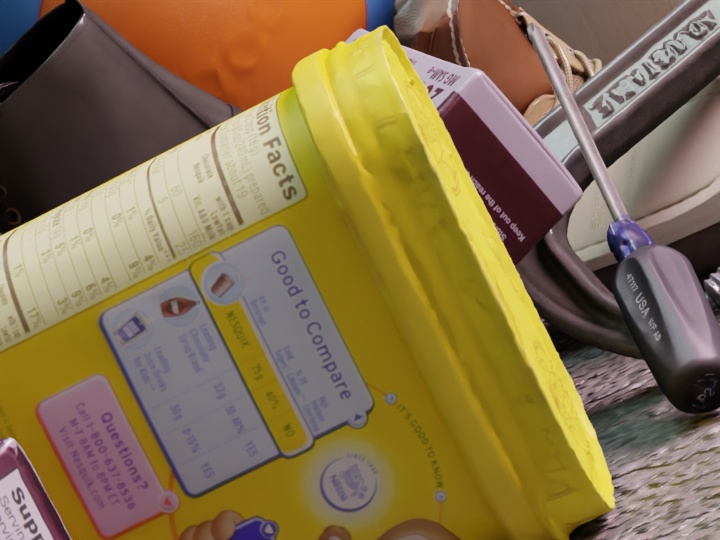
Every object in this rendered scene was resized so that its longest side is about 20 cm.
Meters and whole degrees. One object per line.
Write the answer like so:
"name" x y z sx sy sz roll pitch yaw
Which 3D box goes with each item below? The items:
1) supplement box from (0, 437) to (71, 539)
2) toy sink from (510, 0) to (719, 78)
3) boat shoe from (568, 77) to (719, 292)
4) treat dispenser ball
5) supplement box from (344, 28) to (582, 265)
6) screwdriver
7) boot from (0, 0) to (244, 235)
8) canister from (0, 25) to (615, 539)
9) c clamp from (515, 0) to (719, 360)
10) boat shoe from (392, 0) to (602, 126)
"supplement box" -0.159 0.137 0.700 0.130 0.104 0.200 -21 8 36
"toy sink" 0.166 -0.128 1.260 0.112 0.131 0.200 -6 21 48
"boat shoe" 0.095 -0.016 1.060 0.200 0.059 0.072 -21 49 52
"treat dispenser ball" -0.080 -0.115 1.154 0.200 0.202 0.201 -25 8 4
"supplement box" -0.033 0.017 0.955 0.200 0.061 0.109 -47 24 -7
"screwdriver" 0.080 -0.021 0.940 0.028 0.029 0.200 0 33 -15
"boot" -0.113 0.011 1.020 0.201 0.138 0.077 -54 27 -3
"canister" -0.050 0.041 0.822 0.199 0.149 0.087 -26 8 8
"c clamp" 0.138 -0.037 0.939 0.199 0.027 0.171 -36 49 6
"boat shoe" 0.066 -0.065 1.148 0.073 0.076 0.200 -3 -24 18
